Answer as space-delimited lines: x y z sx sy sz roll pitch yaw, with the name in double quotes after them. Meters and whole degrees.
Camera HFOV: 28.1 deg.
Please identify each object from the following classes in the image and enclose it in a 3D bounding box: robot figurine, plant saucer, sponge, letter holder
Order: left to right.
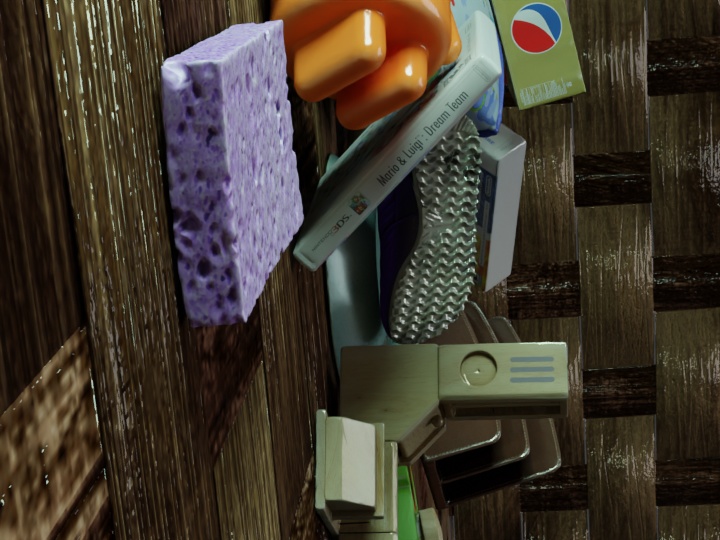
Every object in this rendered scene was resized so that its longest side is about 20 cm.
-0.057 -0.054 0.679 0.200 0.030 0.112 -75 161 -75 "sponge"
0.000 0.000 1.217 0.201 0.039 0.202 -4 90 -85 "plant saucer"
0.001 -0.189 0.920 0.117 0.143 0.200 109 -16 -58 "robot figurine"
0.111 0.114 1.442 0.101 0.142 0.200 73 0 -52 "letter holder"

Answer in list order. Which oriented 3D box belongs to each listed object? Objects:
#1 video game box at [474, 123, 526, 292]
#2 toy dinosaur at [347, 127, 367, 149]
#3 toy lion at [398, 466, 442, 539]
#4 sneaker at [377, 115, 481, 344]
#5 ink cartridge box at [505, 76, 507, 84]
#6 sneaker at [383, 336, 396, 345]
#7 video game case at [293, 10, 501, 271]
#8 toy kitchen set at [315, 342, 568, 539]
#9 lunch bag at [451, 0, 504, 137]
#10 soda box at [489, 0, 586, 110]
0.083 -0.100 1.476 0.182 0.047 0.200 42 -29 30 "video game box"
-0.001 -0.163 1.338 0.200 0.058 0.101 -93 -167 -63 "toy dinosaur"
0.038 0.210 1.436 0.200 0.068 0.192 77 3 -63 "toy lion"
0.045 -0.043 1.162 0.100 0.069 0.201 -139 -128 -57 "sneaker"
0.082 -0.208 1.458 0.109 0.050 0.200 57 -26 -4 "ink cartridge box"
0.038 0.039 1.326 0.200 0.075 0.089 99 1 -51 "sneaker"
0.028 -0.097 1.012 0.024 0.182 0.200 41 16 -10 "video game case"
0.065 0.147 1.063 0.163 0.180 0.201 71 18 -67 "toy kitchen set"
0.043 -0.229 1.192 0.170 0.127 0.200 44 48 -56 "lunch bag"
0.143 -0.249 1.274 0.068 0.064 0.200 -94 169 -69 "soda box"
